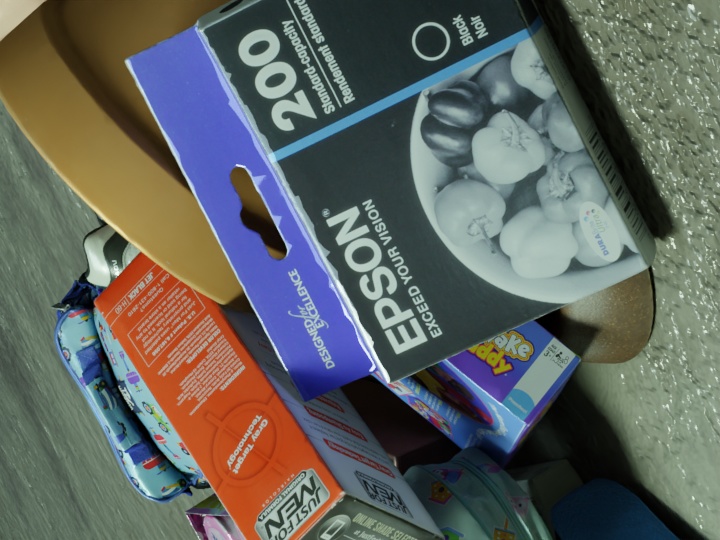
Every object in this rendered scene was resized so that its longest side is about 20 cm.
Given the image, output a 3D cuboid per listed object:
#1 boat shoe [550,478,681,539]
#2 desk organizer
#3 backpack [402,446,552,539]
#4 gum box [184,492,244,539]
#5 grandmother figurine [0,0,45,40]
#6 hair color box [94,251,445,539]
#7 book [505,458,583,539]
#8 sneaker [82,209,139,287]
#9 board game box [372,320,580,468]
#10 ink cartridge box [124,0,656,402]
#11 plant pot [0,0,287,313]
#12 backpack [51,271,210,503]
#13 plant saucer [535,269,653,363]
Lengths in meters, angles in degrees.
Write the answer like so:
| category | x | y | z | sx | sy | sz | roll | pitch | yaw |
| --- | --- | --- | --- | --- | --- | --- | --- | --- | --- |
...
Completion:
| category | x | y | z | sx | sy | sz | roll | pitch | yaw |
| --- | --- | --- | --- | --- | --- | --- | --- | --- | --- |
| boat shoe | 0.172 | 0.189 | 1.397 | 0.200 | 0.084 | 0.069 | -117 | 3 | -47 |
| desk organizer | -0.016 | 0.106 | 1.575 | 0.200 | 0.077 | 0.072 | 15 | 116 | 45 |
| backpack | 0.058 | 0.199 | 1.446 | 0.167 | 0.126 | 0.201 | 24 | 145 | 54 |
| gum box | -0.028 | 0.161 | 1.763 | 0.066 | 0.113 | 0.200 | 61 | 160 | -6 |
| grandmother figurine | -0.175 | -0.165 | 1.449 | 0.121 | 0.199 | 0.061 | 36 | -142 | -40 |
| hair color box | -0.049 | 0.077 | 1.370 | 0.101 | 0.061 | 0.200 | 31 | -162 | -51 |
| book | 0.103 | 0.184 | 1.584 | 0.134 | 0.048 | 0.200 | 63 | 160 | -2 |
| sneaker | -0.119 | -0.062 | 1.580 | 0.200 | 0.087 | 0.076 | -83 | -4 | -51 |
| board game box | 0.042 | 0.039 | 1.404 | 0.134 | 0.045 | 0.200 | 39 | 170 | 6 |
| ink cartridge box | 0.010 | -0.053 | 1.261 | 0.199 | 0.199 | 0.043 | 62 | -162 | -9 |
| plant pot | -0.076 | -0.097 | 1.386 | 0.200 | 0.140 | 0.200 | 41 | -167 | -12 |
| backpack | -0.120 | 0.065 | 1.767 | 0.183 | 0.134 | 0.200 | 62 | 174 | -6 |
| plant saucer | 0.073 | -0.032 | 1.351 | 0.200 | 0.037 | 0.201 | 48 | 157 | 28 |
